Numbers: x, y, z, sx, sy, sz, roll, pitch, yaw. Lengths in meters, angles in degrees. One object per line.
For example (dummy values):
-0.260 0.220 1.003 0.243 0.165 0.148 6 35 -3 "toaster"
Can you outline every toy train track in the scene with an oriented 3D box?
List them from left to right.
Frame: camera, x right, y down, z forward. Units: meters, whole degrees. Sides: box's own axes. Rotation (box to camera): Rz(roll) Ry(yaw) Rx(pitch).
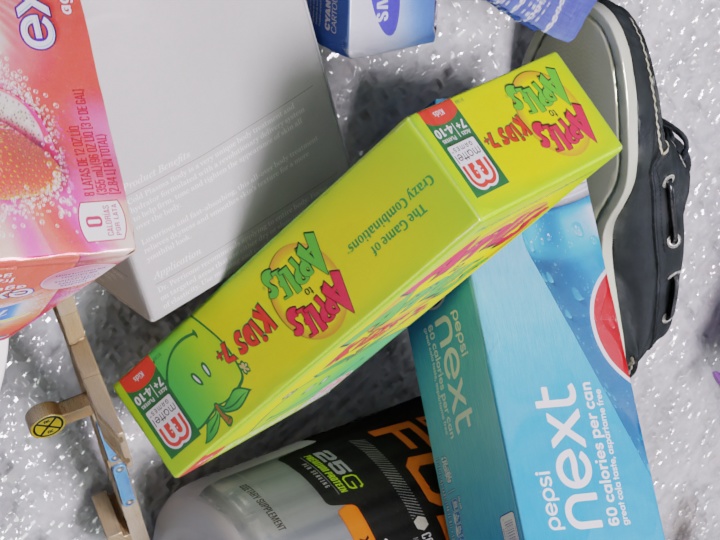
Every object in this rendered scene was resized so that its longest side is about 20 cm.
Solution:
-0.116 0.055 0.988 0.032 0.115 0.200 -20 143 -8 "toy train track"

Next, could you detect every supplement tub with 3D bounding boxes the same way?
0.020 0.122 1.098 0.199 0.122 0.123 -19 123 -30 "supplement tub"

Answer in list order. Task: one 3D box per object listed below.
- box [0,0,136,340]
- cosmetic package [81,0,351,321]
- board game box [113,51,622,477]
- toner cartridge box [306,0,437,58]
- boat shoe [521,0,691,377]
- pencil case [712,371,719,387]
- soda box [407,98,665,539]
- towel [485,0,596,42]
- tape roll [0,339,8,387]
-0.154 -0.081 0.807 0.094 0.103 0.201 -6 76 -34 "box"
-0.082 -0.095 0.936 0.107 0.090 0.201 -30 124 -23 "cosmetic package"
0.000 0.000 0.976 0.200 0.048 0.101 -41 171 40 "board game box"
-0.011 -0.189 0.935 0.043 0.095 0.201 -15 120 -30 "toner cartridge box"
0.117 -0.038 1.126 0.066 0.074 0.200 -26 124 -31 "boat shoe"
0.229 -0.029 1.216 0.085 0.084 0.201 5 109 -15 "pencil case"
0.065 0.031 1.044 0.068 0.064 0.201 -3 74 -27 "soda box"
0.091 -0.156 0.954 0.145 0.024 0.200 -50 164 11 "towel"
-0.227 0.025 0.894 0.202 0.071 0.203 -17 121 -30 "tape roll"
